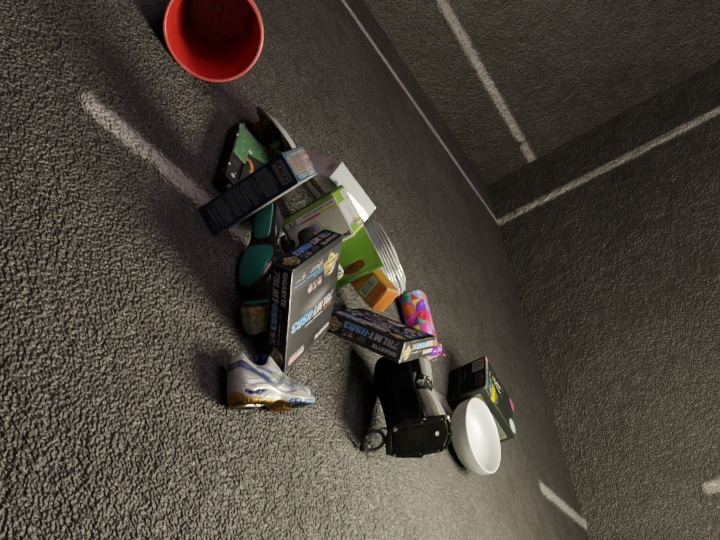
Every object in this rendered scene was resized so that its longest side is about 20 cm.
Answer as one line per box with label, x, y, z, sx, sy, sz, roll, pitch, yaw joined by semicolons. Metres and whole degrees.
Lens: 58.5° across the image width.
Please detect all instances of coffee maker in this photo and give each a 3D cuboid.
coffee maker;0.085;0.280;1.368;0.188;0.137;0.202;14;29;-20

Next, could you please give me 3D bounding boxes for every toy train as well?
toy train;-0.125;0.024;1.308;0.034;0.045;0.204;-22;88;-62

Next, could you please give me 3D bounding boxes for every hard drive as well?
hard drive;-0.229;-0.198;1.317;0.140;0.037;0.203;48;28;-35

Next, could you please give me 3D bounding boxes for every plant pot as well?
plant pot;-0.296;-0.517;1.323;0.201;0.198;0.179;48;18;-33

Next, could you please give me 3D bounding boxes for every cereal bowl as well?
cereal bowl;0.302;0.455;1.748;0.199;0.082;0.204;38;41;-43

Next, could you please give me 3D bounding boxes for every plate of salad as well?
plate of salad;-0.180;-0.270;1.426;0.202;0.048;0.200;53;-9;12

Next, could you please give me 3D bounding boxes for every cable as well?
cable;0.049;-0.027;1.616;0.200;0.068;0.204;-128;-165;-68

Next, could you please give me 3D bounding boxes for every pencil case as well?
pencil case;0.167;0.154;1.776;0.088;0.087;0.204;24;44;-57

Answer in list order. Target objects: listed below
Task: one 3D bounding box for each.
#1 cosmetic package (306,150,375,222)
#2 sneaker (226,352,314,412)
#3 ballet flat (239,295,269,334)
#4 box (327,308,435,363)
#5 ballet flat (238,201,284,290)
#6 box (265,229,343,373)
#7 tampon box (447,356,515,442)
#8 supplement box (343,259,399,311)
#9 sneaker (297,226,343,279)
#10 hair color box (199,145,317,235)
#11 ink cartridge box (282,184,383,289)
cosmetic package;-0.069;-0.201;1.506;0.199;0.052;0.151;27;-15;52
sneaker;-0.143;0.182;1.061;0.199;0.074;0.090;27;46;-57
ballet flat;-0.157;0.075;1.175;0.072;0.070;0.199;65;22;2
box;0.040;0.134;1.377;0.197;0.196;0.051;3;105;-65
ballet flat;-0.180;-0.039;1.209;0.073;0.072;0.204;41;43;-42
box;-0.101;0.051;1.157;0.200;0.049;0.204;-40;142;-59
tampon box;0.361;0.393;1.902;0.202;0.124;0.151;56;24;-19
supplement box;0.000;0.000;1.500;0.201;0.069;0.066;52;17;25
sneaker;-0.086;-0.028;1.346;0.086;0.073;0.201;61;-10;21
hair color box;-0.182;-0.144;1.152;0.061;0.197;0.100;59;23;-8
ink cartridge box;-0.058;-0.060;1.407;0.203;0.146;0.076;61;25;-9
